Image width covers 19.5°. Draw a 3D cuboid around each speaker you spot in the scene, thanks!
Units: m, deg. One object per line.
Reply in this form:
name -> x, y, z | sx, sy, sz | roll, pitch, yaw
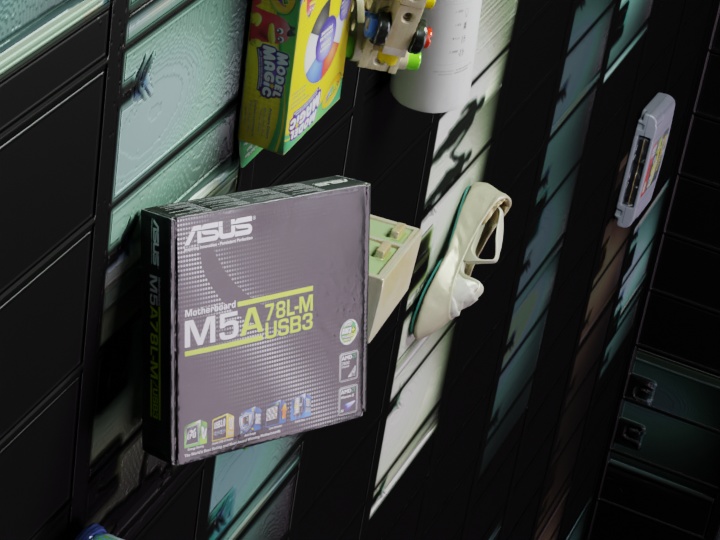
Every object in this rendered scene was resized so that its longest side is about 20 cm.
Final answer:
speaker -> 0.074, -0.247, 1.951 | 0.081, 0.081, 0.201 | -54, 157, -45

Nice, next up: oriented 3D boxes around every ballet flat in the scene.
ballet flat -> 0.121, -0.006, 2.411 | 0.069, 0.069, 0.201 | 51, 59, -71

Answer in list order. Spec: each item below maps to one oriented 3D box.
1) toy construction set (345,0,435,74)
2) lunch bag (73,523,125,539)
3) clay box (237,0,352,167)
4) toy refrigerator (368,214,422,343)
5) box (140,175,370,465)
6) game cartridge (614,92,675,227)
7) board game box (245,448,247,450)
toy construction set -> 0.026, -0.248, 1.733 | 0.132, 0.091, 0.201 | -100, -169, -50
lunch bag -> -0.211, 0.307, 1.639 | 0.201, 0.082, 0.161 | 91, 25, -48
clay box -> -0.049, -0.184, 1.676 | 0.115, 0.047, 0.201 | -50, 153, -51
toy refrigerator -> 0.000, 0.000, 1.946 | 0.200, 0.075, 0.070 | -48, 153, -72
box -> -0.079, 0.035, 1.617 | 0.199, 0.047, 0.195 | -11, 111, -41
game cartridge -> 0.463, -0.181, 3.404 | 0.133, 0.041, 0.201 | -51, 155, -60
board game box -> -0.080, 0.050, 1.783 | 0.200, 0.029, 0.135 | -73, 177, -70
